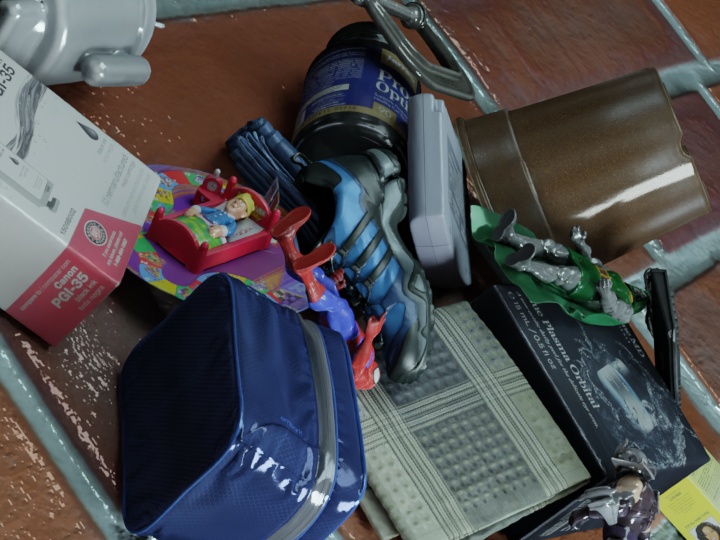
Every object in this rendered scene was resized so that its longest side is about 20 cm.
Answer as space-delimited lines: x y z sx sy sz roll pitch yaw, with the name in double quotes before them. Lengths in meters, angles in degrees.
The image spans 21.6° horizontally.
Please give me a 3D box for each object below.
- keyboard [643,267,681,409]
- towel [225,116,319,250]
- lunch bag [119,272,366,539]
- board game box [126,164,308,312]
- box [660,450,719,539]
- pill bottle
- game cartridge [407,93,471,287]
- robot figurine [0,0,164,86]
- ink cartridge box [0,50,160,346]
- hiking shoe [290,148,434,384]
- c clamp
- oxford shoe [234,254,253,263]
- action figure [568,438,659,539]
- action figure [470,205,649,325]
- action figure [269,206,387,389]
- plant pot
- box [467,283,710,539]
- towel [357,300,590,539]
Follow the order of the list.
"keyboard" 0.281 0.063 1.739 0.200 0.021 0.127 76 4 -55
"towel" -0.037 -0.045 1.602 0.200 0.049 0.112 46 -4 -7
"lunch bag" -0.078 0.108 1.309 0.132 0.136 0.200 30 33 -31
"board game box" -0.113 -0.041 1.459 0.158 0.039 0.200 14 30 -18
"box" 0.332 0.225 1.814 0.200 0.050 0.075 47 30 -4
"pill bottle" -0.002 -0.143 1.725 0.112 0.112 0.200 37 32 -20
"game cartridge" 0.071 -0.060 1.684 0.200 0.040 0.134 61 24 -69
"robot figurine" -0.237 -0.203 1.475 0.170 0.113 0.200 48 29 14
"ink cartridge box" -0.254 -0.065 1.324 0.200 0.083 0.147 39 32 -18
"hiking shoe" 0.000 0.000 1.507 0.087 0.074 0.200 -6 68 -21
"c clamp" 0.040 -0.230 1.753 0.171 0.027 0.200 55 17 20
"oxford shoe" -0.059 0.055 1.444 0.071 0.074 0.200 -14 64 -34
"action figure" 0.199 0.224 1.472 0.130 0.069 0.200 46 46 -51
"action figure" 0.189 0.004 1.645 0.200 0.055 0.118 22 34 -45
"action figure" -0.016 0.033 1.410 0.065 0.052 0.200 49 -14 35
"plant pot" 0.219 -0.088 1.804 0.200 0.198 0.201 -21 90 -81
"box" 0.176 0.121 1.657 0.200 0.117 0.197 1 55 -55
"towel" 0.062 0.127 1.512 0.192 0.035 0.200 -17 61 -34
